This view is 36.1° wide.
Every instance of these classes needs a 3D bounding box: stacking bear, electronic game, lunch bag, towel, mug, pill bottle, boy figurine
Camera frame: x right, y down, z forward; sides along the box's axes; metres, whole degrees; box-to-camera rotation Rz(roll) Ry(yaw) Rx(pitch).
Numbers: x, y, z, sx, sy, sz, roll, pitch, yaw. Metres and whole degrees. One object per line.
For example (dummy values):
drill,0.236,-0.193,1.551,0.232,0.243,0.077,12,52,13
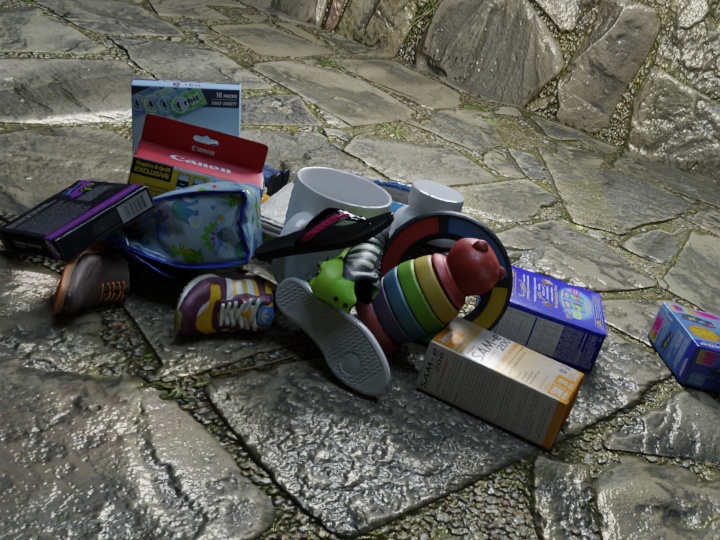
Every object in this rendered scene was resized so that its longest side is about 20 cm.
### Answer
stacking bear,0.099,0.025,1.512,0.122,0.198,0.114,53,17,-27
electronic game,0.120,0.014,1.585,0.197,0.203,0.042,19,19,3
lunch bag,-0.240,-0.056,1.526,0.196,0.130,0.170,-1,4,1
towel,-0.091,-0.085,1.804,0.131,0.035,0.200,22,25,9
mug,-0.060,-0.037,1.602,0.146,0.178,0.199,28,23,26
pill bottle,0.088,-0.027,1.660,0.110,0.203,0.113,15,21,-6
boy figurine,-0.231,-0.189,1.999,0.197,0.065,0.124,22,21,11

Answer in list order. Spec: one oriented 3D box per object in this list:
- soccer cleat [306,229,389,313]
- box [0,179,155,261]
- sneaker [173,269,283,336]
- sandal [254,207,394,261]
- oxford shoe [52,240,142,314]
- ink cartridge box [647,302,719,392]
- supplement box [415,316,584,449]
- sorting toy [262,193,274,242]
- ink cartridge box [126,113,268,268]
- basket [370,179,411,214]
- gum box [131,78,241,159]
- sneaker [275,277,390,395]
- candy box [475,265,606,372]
soccer cleat,0.000,0.000,1.478,0.081,0.068,0.200,39,33,7
box,-0.375,-0.069,1.445,0.142,0.037,0.198,-36,28,-30
sneaker,-0.163,0.047,1.452,0.089,0.076,0.199,21,21,22
sandal,-0.053,-0.054,1.459,0.197,0.046,0.075,-11,17,17
oxford shoe,-0.333,0.012,1.409,0.072,0.072,0.200,22,20,0
ink cartridge box,0.578,0.139,1.828,0.134,0.077,0.201,13,23,-11
supplement box,0.190,0.147,1.491,0.197,0.075,0.126,24,21,15
sorting toy,-0.151,-0.079,1.828,0.183,0.037,0.199,27,23,23
ink cartridge box,-0.248,-0.119,1.650,0.196,0.178,0.084,13,21,-11
basket,0.071,-0.071,1.797,0.173,0.141,0.200,16,-16,-4
gum box,-0.273,-0.194,1.736,0.167,0.204,0.045,2,22,-5
sneaker,-0.016,0.084,1.472,0.200,0.074,0.118,45,14,22
candy box,0.283,0.067,1.762,0.197,0.078,0.169,20,22,2
